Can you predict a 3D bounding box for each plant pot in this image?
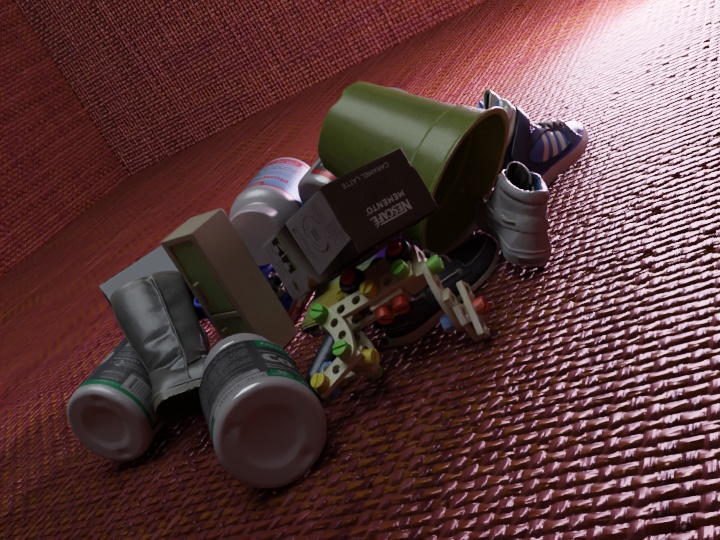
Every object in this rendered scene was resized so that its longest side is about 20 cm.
[{"bbox_3d":[0.055,-0.146,1.174,0.189,0.201,0.200,30,52,22],"label":"plant pot"}]

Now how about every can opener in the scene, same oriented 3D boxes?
[{"bbox_3d":[-0.008,0.062,1.085,0.078,0.064,0.200,17,49,26],"label":"can opener"}]

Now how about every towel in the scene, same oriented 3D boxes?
[{"bbox_3d":[0.000,0.000,1.255,0.143,0.023,0.200,-23,31,37],"label":"towel"}]

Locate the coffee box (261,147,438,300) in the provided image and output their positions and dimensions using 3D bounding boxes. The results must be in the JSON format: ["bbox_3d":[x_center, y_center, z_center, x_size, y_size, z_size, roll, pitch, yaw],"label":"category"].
[{"bbox_3d":[-0.017,-0.046,1.044,0.114,0.080,0.200,-30,-2,-27],"label":"coffee box"}]

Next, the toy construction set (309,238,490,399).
[{"bbox_3d":[0.033,0.048,0.985,0.199,0.092,0.132,-21,49,10],"label":"toy construction set"}]

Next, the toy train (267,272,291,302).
[{"bbox_3d":[-0.094,-0.006,1.357,0.034,0.046,0.200,-33,13,27],"label":"toy train"}]

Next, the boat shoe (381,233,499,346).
[{"bbox_3d":[0.091,0.006,1.099,0.200,0.063,0.072,-42,21,-31],"label":"boat shoe"}]

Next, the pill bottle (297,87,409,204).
[{"bbox_3d":[0.011,-0.156,1.326,0.200,0.114,0.114,-53,26,-23],"label":"pill bottle"}]

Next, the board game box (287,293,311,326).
[{"bbox_3d":[-0.059,-0.005,1.348,0.103,0.019,0.200,-64,1,31],"label":"board game box"}]

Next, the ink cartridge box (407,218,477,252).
[{"bbox_3d":[0.078,-0.054,1.321,0.119,0.042,0.200,-41,19,-31],"label":"ink cartridge box"}]

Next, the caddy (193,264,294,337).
[{"bbox_3d":[-0.167,0.016,1.408,0.141,0.105,0.200,-21,20,24],"label":"caddy"}]

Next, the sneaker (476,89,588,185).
[{"bbox_3d":[0.227,-0.197,1.285,0.200,0.147,0.080,-43,22,-32],"label":"sneaker"}]

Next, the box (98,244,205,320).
[{"bbox_3d":[-0.298,0.027,1.518,0.200,0.141,0.079,-34,58,-11],"label":"box"}]

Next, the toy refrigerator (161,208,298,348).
[{"bbox_3d":[-0.174,0.025,1.244,0.076,0.201,0.070,-11,27,44],"label":"toy refrigerator"}]

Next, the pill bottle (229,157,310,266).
[{"bbox_3d":[-0.126,-0.084,1.359,0.108,0.109,0.200,-24,17,20],"label":"pill bottle"}]

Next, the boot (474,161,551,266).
[{"bbox_3d":[0.183,-0.083,1.108,0.073,0.096,0.200,-3,21,-8],"label":"boot"}]

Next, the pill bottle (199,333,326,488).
[{"bbox_3d":[-0.110,0.137,0.988,0.113,0.113,0.200,-33,19,-7],"label":"pill bottle"}]

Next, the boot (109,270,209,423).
[{"bbox_3d":[-0.202,0.080,1.161,0.181,0.073,0.200,-11,42,-19],"label":"boot"}]

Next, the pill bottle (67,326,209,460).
[{"bbox_3d":[-0.280,0.142,1.220,0.113,0.113,0.200,-21,20,28],"label":"pill bottle"}]
